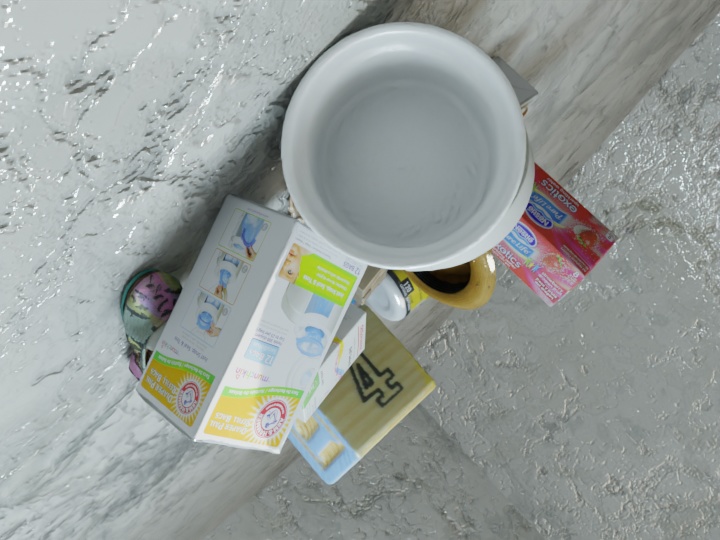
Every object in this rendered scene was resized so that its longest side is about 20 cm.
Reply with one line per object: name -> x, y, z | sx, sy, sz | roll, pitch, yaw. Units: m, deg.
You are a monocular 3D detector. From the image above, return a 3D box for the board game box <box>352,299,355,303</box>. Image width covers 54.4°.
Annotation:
board game box -> -0.086, 0.102, 1.206 | 0.152, 0.045, 0.200 | -37, 167, -32

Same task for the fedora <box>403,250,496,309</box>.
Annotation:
fedora -> 0.118, -0.042, 0.923 | 0.082, 0.201, 0.201 | -39, 167, -26

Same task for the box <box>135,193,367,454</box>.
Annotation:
box -> -0.098, 0.051, 0.642 | 0.112, 0.101, 0.201 | 29, 85, -49

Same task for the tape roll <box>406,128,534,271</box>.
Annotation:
tape roll -> 0.074, -0.099, 0.710 | 0.203, 0.203, 0.037 | -44, 148, -1

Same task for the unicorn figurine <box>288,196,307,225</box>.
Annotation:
unicorn figurine -> -0.106, 0.011, 0.776 | 0.200, 0.074, 0.137 | -41, 164, -4

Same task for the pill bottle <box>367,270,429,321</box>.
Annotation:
pill bottle -> 0.093, -0.022, 1.076 | 0.200, 0.112, 0.112 | -38, 166, -22

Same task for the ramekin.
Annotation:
ramekin -> 0.037, -0.099, 0.611 | 0.200, 0.201, 0.098 | -45, 175, 2

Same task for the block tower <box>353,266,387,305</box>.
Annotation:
block tower -> 0.000, 0.000, 0.900 | 0.058, 0.054, 0.200 | -49, 176, -7

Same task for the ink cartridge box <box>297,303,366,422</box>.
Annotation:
ink cartridge box -> -0.050, 0.117, 1.067 | 0.200, 0.067, 0.118 | -50, 159, -28

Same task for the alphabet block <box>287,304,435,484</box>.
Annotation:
alphabet block -> -0.025, 0.216, 1.221 | 0.200, 0.197, 0.196 | -36, 169, -33

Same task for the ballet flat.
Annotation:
ballet flat -> -0.195, 0.073, 0.697 | 0.069, 0.071, 0.200 | -33, 163, -32

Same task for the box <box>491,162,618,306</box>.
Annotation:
box -> 0.240, -0.064, 0.980 | 0.100, 0.200, 0.096 | -39, 169, -31

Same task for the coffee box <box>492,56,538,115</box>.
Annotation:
coffee box -> 0.139, -0.174, 0.953 | 0.114, 0.080, 0.200 | -36, 165, -34
